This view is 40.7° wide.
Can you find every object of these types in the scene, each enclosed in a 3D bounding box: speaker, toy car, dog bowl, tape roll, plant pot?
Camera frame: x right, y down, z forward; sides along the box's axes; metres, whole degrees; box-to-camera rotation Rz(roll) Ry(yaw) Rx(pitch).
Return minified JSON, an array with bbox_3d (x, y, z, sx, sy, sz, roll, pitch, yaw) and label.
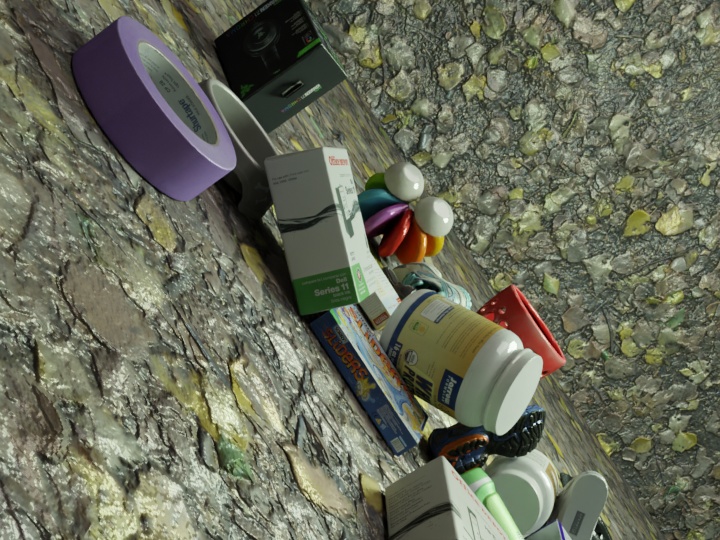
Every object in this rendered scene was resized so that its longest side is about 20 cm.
[{"bbox_3d":[0.165,0.347,1.188,0.201,0.088,0.088,60,12,19],"label":"speaker"},{"bbox_3d":[0.066,-0.095,1.882,0.200,0.175,0.150,50,50,6],"label":"toy car"},{"bbox_3d":[-0.168,-0.166,1.283,0.200,0.059,0.200,53,11,-15],"label":"dog bowl"},{"bbox_3d":[-0.222,-0.176,1.063,0.200,0.066,0.200,54,11,-15],"label":"tape roll"},{"bbox_3d":[0.304,0.157,2.049,0.201,0.182,0.201,54,12,-16],"label":"plant pot"}]

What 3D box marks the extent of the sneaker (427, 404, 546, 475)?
[{"bbox_3d":[0.184,0.229,1.396,0.078,0.199,0.076,40,-46,50],"label":"sneaker"}]

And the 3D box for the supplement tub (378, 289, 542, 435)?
[{"bbox_3d":[0.138,0.128,1.354,0.200,0.145,0.144,28,-3,27],"label":"supplement tub"}]

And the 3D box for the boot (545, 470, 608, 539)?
[{"bbox_3d":[0.311,0.398,1.464,0.073,0.200,0.096,30,-9,10],"label":"boot"}]

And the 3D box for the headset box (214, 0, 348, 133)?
[{"bbox_3d":[-0.136,-0.354,1.645,0.093,0.174,0.200,44,18,-49],"label":"headset box"}]

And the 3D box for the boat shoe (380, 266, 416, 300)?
[{"bbox_3d":[0.083,0.060,1.688,0.072,0.065,0.200,45,15,-40],"label":"boat shoe"}]

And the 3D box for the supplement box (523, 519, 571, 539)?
[{"bbox_3d":[0.287,0.464,1.329,0.200,0.101,0.103,54,12,-9],"label":"supplement box"}]

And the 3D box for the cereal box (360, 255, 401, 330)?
[{"bbox_3d":[0.000,0.000,1.572,0.200,0.039,0.144,58,11,5],"label":"cereal box"}]

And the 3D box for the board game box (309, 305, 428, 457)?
[{"bbox_3d":[0.015,0.134,1.270,0.200,0.034,0.135,56,11,0],"label":"board game box"}]

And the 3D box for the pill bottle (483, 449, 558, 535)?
[{"bbox_3d":[0.230,0.329,1.435,0.115,0.114,0.200,58,12,10],"label":"pill bottle"}]

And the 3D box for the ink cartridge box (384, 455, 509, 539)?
[{"bbox_3d":[0.101,0.312,1.013,0.146,0.084,0.200,52,13,-19],"label":"ink cartridge box"}]

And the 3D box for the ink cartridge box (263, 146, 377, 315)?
[{"bbox_3d":[-0.048,-0.056,1.254,0.147,0.083,0.201,-31,108,-77],"label":"ink cartridge box"}]

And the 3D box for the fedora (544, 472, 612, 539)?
[{"bbox_3d":[0.381,0.464,1.751,0.201,0.091,0.201,53,11,-16],"label":"fedora"}]

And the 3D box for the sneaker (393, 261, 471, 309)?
[{"bbox_3d":[0.112,0.028,1.775,0.086,0.078,0.200,13,9,-41],"label":"sneaker"}]
